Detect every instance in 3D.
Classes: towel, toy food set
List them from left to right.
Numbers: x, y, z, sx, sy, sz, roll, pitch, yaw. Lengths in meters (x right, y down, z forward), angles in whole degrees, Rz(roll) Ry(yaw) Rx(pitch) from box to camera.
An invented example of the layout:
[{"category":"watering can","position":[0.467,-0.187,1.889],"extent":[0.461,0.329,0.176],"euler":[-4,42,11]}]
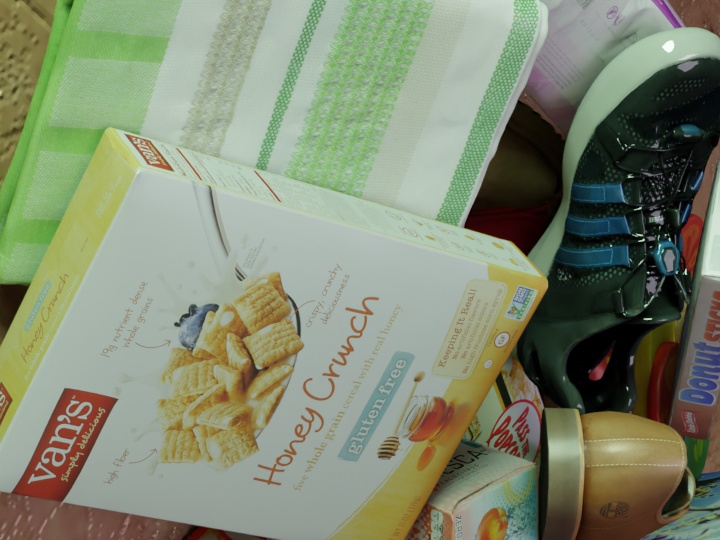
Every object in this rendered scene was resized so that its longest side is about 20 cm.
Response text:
[{"category":"towel","position":[-0.036,-0.055,0.831],"extent":[0.200,0.031,0.149],"euler":[5,120,-32]},{"category":"toy food set","position":[0.145,0.027,1.143],"extent":[0.198,0.049,0.200],"euler":[-1,92,-66]}]

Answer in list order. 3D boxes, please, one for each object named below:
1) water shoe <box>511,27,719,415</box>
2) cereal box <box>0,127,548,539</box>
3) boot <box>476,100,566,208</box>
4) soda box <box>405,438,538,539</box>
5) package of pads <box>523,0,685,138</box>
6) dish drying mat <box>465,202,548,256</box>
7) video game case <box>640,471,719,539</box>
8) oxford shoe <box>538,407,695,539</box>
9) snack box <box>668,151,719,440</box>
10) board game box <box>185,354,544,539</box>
[{"category":"water shoe","position":[0.126,-0.015,0.953],"extent":[0.071,0.079,0.200],"euler":[-10,139,-28]},{"category":"cereal box","position":[-0.039,0.035,0.847],"extent":[0.200,0.040,0.144],"euler":[14,113,-36]},{"category":"boot","position":[0.000,0.000,0.962],"extent":[0.175,0.066,0.200],"euler":[33,77,-42]},{"category":"soda box","position":[0.037,0.178,0.984],"extent":[0.064,0.068,0.200],"euler":[-22,119,-44]},{"category":"package of pads","position":[0.083,-0.127,0.959],"extent":[0.076,0.121,0.200],"euler":[-39,146,10]},{"category":"dish drying mat","position":[0.062,0.065,1.110],"extent":[0.077,0.018,0.200],"euler":[-10,113,-50]},{"category":"video game case","position":[0.170,0.150,1.123],"extent":[0.181,0.200,0.045],"euler":[-25,101,-55]},{"category":"oxford shoe","position":[0.116,0.107,0.991],"extent":[0.200,0.071,0.071],"euler":[82,7,-77]},{"category":"snack box","position":[0.170,0.014,1.041],"extent":[0.200,0.024,0.072],"euler":[82,18,-65]},{"category":"board game box","position":[0.015,0.124,1.029],"extent":[0.200,0.046,0.152],"euler":[-45,133,-28]}]
